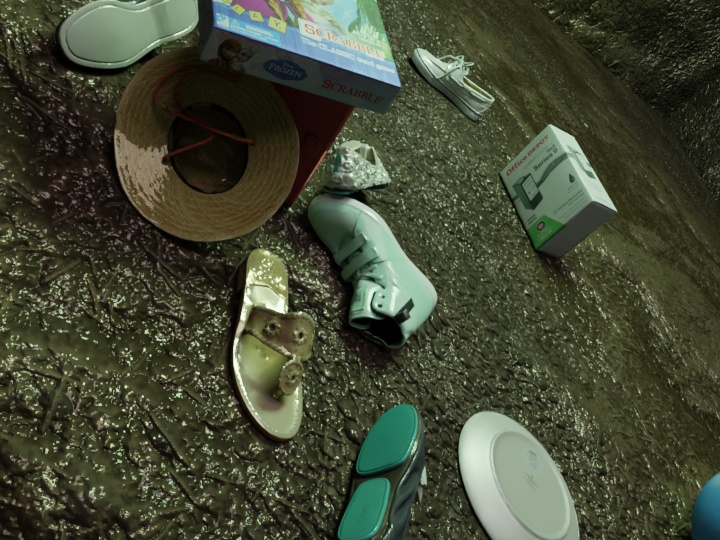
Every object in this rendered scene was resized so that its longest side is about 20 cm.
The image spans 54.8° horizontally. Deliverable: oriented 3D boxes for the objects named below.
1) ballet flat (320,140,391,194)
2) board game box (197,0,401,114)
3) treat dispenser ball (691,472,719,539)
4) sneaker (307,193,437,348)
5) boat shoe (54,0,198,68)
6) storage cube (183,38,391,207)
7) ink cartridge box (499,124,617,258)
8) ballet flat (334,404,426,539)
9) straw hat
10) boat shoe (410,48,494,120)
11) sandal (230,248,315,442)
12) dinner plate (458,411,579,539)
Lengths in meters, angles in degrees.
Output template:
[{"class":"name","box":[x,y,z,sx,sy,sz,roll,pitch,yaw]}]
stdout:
[{"class":"ballet flat","box":[-0.001,-0.134,0.898,0.072,0.072,0.200,48,13,2]},{"class":"board game box","box":[-0.067,-0.266,0.708,0.198,0.041,0.202,9,52,-29]},{"class":"treat dispenser ball","box":[0.562,0.366,0.950,0.200,0.201,0.202,29,37,-25]},{"class":"sneaker","box":[0.000,0.000,0.812,0.200,0.074,0.118,44,36,-3]},{"class":"boat shoe","box":[-0.276,-0.289,0.808,0.060,0.075,0.200,16,41,29]},{"class":"storage cube","box":[-0.095,-0.221,0.828,0.179,0.200,0.172,34,35,-7]},{"class":"ink cartridge box","box":[0.368,-0.150,1.315,0.083,0.146,0.202,15,44,-37]},{"class":"ballet flat","box":[0.025,0.207,0.642,0.073,0.073,0.200,43,27,-6]},{"class":"straw hat","box":[-0.161,-0.126,0.743,0.201,0.201,0.085,45,-10,-3]},{"class":"boat shoe","box":[0.201,-0.407,1.445,0.201,0.086,0.075,40,34,-11]},{"class":"sandal","box":[-0.078,0.051,0.673,0.077,0.070,0.214,20,42,-34]},{"class":"dinner plate","box":[0.194,0.254,0.815,0.199,0.024,0.202,31,36,-25]}]
